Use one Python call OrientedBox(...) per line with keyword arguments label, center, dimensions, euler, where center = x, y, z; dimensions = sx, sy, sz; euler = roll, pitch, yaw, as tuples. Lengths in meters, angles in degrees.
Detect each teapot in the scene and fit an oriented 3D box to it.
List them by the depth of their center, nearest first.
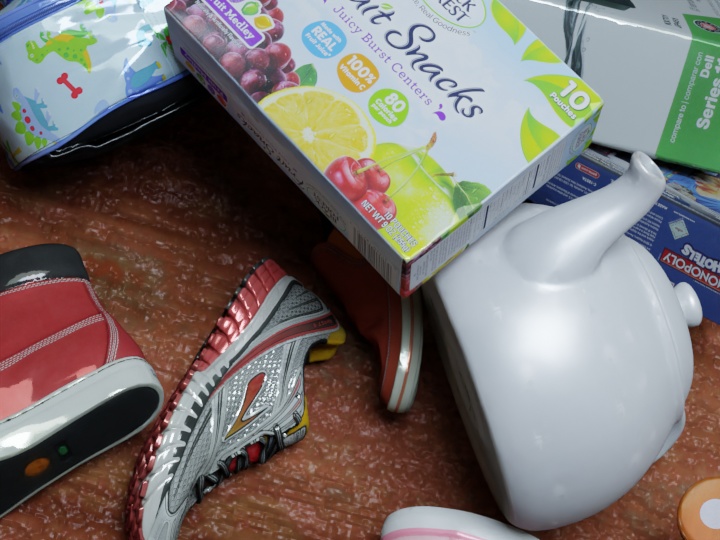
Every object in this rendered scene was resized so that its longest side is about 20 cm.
OrientedBox(label="teapot", center=(0.125, 0.046, 0.912), dimensions=(0.145, 0.200, 0.199), euler=(-19, 92, -3))

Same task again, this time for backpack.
OrientedBox(label="backpack", center=(-0.151, -0.155, 0.970), dimensions=(0.199, 0.183, 0.148), euler=(-34, 98, -17))

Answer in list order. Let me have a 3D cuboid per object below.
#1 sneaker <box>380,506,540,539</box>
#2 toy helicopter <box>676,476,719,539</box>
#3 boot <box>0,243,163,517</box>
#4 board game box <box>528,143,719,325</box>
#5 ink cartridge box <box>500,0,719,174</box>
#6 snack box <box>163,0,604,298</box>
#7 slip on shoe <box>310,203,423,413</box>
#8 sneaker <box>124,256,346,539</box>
OrientedBox(label="sneaker", center=(0.091, 0.218, 0.910), dimensions=(0.199, 0.075, 0.105), euler=(28, 55, -4))
OrientedBox(label="toy helicopter", center=(0.238, 0.217, 0.889), dimensions=(0.131, 0.079, 0.202), euler=(4, 66, 18))
OrientedBox(label="boot", center=(-0.231, 0.066, 0.917), dimensions=(0.199, 0.073, 0.145), euler=(-28, 59, -17))
OrientedBox(label="board game box", center=(0.198, -0.059, 1.055), dimensions=(0.199, 0.062, 0.199), euler=(30, 27, 22))
OrientedBox(label="ink cartridge box", center=(0.139, -0.144, 1.015), dimensions=(0.198, 0.084, 0.147), euler=(13, 24, -4))
OrientedBox(label="snack box", center=(0.011, -0.105, 0.855), dimensions=(0.142, 0.053, 0.200), euler=(-38, 71, -17))
OrientedBox(label="slip on shoe", center=(0.000, 0.000, 1.002), dimensions=(0.061, 0.074, 0.202), euler=(-8, 61, -11))
OrientedBox(label="sneaker", center=(-0.072, 0.087, 0.934), dimensions=(0.082, 0.078, 0.201), euler=(32, 63, -3))
